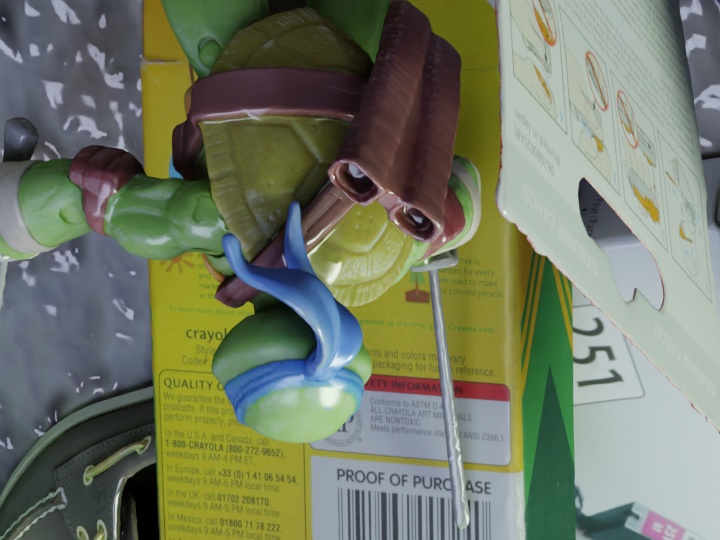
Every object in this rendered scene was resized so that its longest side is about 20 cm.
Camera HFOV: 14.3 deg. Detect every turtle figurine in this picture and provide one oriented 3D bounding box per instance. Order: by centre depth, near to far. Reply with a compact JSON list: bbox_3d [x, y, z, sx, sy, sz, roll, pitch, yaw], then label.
[{"bbox_3d":[-0.039,-0.038,0.786,0.143,0.195,0.200,0,164,3],"label":"turtle figurine"}]

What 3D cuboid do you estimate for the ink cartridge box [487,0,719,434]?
[{"bbox_3d":[0.040,-0.070,0.732,0.050,0.201,0.162,-12,154,22],"label":"ink cartridge box"}]

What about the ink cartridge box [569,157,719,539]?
[{"bbox_3d":[0.141,0.053,0.934,0.173,0.044,0.200,-8,124,23],"label":"ink cartridge box"}]

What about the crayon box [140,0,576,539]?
[{"bbox_3d":[0.000,0.000,0.885,0.127,0.051,0.201,4,102,24],"label":"crayon box"}]

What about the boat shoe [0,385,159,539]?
[{"bbox_3d":[-0.066,0.081,1.003,0.201,0.060,0.072,-31,114,33],"label":"boat shoe"}]

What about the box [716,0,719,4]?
[{"bbox_3d":[0.198,-0.119,0.742,0.184,0.105,0.200,41,126,-17],"label":"box"}]
